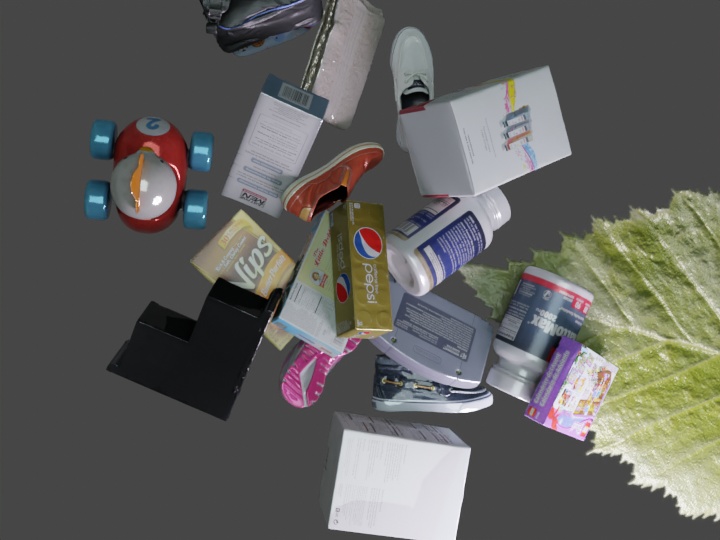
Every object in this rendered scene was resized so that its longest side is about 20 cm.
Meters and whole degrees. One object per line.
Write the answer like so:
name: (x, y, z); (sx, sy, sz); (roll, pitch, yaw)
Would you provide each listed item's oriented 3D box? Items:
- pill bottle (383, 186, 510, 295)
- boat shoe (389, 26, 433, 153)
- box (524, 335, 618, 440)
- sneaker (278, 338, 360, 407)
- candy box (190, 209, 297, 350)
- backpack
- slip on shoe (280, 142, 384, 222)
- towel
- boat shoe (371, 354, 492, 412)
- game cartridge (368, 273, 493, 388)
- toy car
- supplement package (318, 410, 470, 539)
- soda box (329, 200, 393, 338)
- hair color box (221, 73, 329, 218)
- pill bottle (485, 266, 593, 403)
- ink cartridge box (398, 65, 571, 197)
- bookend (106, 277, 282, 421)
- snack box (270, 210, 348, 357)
pill bottle: (0.137, -0.058, 1.463); (0.199, 0.111, 0.111); (-35, 97, -17)
boat shoe: (0.089, -0.288, 1.474); (0.073, 0.065, 0.202); (-7, 94, -7)
box: (0.340, 0.191, 1.482); (0.039, 0.200, 0.138); (25, 88, 35)
sneaker: (-0.072, 0.129, 1.467); (0.081, 0.088, 0.200); (43, 64, -10)
candy box: (-0.157, 0.014, 1.459); (0.115, 0.055, 0.200); (-45, 99, -5)
backpack: (-0.158, -0.430, 1.380); (0.199, 0.154, 0.192); (-20, 74, -10)
slip on shoe: (-0.033, -0.135, 1.436); (0.200, 0.074, 0.061); (-35, 71, -32)
towel: (-0.026, -0.326, 1.431); (0.034, 0.132, 0.202); (18, 92, 33)
boat shoe: (0.117, 0.178, 1.498); (0.198, 0.071, 0.092); (0, 94, -7)
game cartridge: (0.111, 0.103, 1.481); (0.199, 0.042, 0.134); (27, 61, -8)
toy car: (-0.313, -0.142, 1.356); (0.183, 0.200, 0.179); (6, 92, -9)
supplement package: (0.049, 0.321, 1.456); (0.198, 0.151, 0.153); (10, 91, -8)
soda box: (0.000, 0.000, 1.409); (0.067, 0.064, 0.202); (4, 73, -29)
hair color box: (-0.130, -0.183, 1.394); (0.098, 0.061, 0.201); (23, 130, -8)
pill bottle: (0.283, 0.106, 1.495); (0.119, 0.120, 0.201); (24, 90, -8)
ink cartridge box: (0.192, -0.211, 1.420); (0.199, 0.145, 0.146); (-23, 103, -27)
bookend: (-0.248, 0.089, 1.393); (0.199, 0.092, 0.200); (23, 111, -4)
snack box: (-0.048, 0.018, 1.437); (0.116, 0.037, 0.201); (31, 63, -17)
